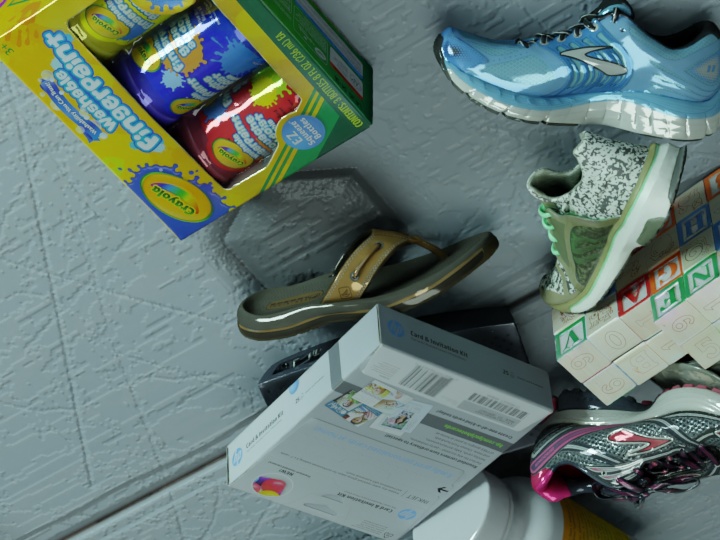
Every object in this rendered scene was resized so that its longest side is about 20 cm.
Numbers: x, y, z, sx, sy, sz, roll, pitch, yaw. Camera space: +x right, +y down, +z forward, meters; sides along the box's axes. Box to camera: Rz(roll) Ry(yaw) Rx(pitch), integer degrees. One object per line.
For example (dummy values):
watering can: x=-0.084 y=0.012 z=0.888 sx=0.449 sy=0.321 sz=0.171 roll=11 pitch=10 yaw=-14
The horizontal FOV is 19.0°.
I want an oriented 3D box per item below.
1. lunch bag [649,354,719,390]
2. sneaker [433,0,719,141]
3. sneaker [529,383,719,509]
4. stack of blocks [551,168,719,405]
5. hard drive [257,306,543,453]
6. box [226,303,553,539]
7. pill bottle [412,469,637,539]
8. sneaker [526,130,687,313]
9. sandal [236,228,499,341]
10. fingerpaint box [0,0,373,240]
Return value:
lunch bag: x=0.313 y=0.065 z=1.555 sx=0.200 sy=0.118 sz=0.164 roll=-33 pitch=122 yaw=31
sneaker: x=0.146 y=-0.146 z=1.423 sx=0.199 sy=0.078 sz=0.090 roll=5 pitch=111 yaw=-8
sneaker: x=0.214 y=0.134 z=1.544 sx=0.199 sy=0.075 sz=0.081 roll=-6 pitch=138 yaw=39
stack of blocks: x=0.229 y=0.010 z=1.503 sx=0.200 sy=0.115 sz=0.059 roll=-36 pitch=118 yaw=25
hard drive: x=0.035 y=0.096 z=1.626 sx=0.199 sy=0.042 sz=0.135 roll=-14 pitch=128 yaw=11
box: x=0.019 y=0.116 z=1.573 sx=0.155 sy=0.041 sz=0.200 roll=22 pitch=133 yaw=-27
pill bottle: x=0.138 y=0.228 z=1.675 sx=0.200 sy=0.111 sz=0.111 roll=33 pitch=123 yaw=-32
sneaker: x=0.153 y=-0.043 z=1.480 sx=0.088 sy=0.077 sz=0.200 roll=27 pitch=147 yaw=-3
sandal: x=0.000 y=0.000 z=1.540 sx=0.199 sy=0.082 sz=0.055 roll=-12 pitch=107 yaw=19
fingerpaint box: x=-0.115 y=-0.139 z=1.413 sx=0.166 sy=0.074 sz=0.200 roll=-29 pitch=124 yaw=22
